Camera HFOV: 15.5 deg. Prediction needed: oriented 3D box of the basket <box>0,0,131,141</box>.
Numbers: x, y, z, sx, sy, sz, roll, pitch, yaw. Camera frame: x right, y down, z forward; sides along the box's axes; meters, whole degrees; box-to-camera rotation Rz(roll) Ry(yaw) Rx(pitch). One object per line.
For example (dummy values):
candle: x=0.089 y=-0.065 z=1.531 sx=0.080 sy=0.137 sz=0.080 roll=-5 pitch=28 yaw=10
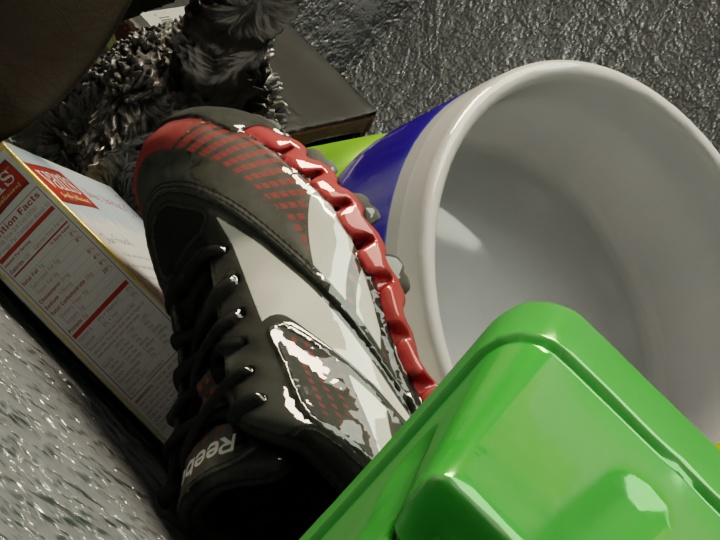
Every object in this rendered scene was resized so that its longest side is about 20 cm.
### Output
basket: x=-0.170 y=-0.136 z=0.836 sx=0.136 sy=0.181 sz=0.200 roll=20 pitch=4 yaw=24

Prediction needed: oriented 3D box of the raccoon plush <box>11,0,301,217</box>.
raccoon plush: x=-0.073 y=-0.087 z=1.066 sx=0.097 sy=0.200 sz=0.134 roll=21 pitch=28 yaw=-37

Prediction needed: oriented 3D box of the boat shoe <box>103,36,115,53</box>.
boat shoe: x=-0.156 y=-0.132 z=1.199 sx=0.071 sy=0.065 sz=0.200 roll=21 pitch=-1 yaw=-27

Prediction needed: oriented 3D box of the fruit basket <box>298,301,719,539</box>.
fruit basket: x=0.082 y=0.108 z=0.657 sx=0.215 sy=0.156 sz=0.216 roll=36 pitch=19 yaw=-15

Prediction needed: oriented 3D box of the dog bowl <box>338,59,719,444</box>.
dog bowl: x=0.075 y=0.024 z=1.035 sx=0.200 sy=0.200 sz=0.079 roll=42 pitch=-38 yaw=-21

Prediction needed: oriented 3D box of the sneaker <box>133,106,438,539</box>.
sneaker: x=-0.026 y=0.032 z=0.803 sx=0.098 sy=0.071 sz=0.201 roll=-12 pitch=61 yaw=-40

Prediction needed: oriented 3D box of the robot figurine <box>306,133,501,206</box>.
robot figurine: x=0.000 y=0.000 z=1.176 sx=0.175 sy=0.116 sz=0.200 roll=4 pitch=-2 yaw=-18

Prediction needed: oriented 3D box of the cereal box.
cereal box: x=-0.049 y=0.043 z=0.918 sx=0.200 sy=0.040 sz=0.144 roll=44 pitch=3 yaw=11

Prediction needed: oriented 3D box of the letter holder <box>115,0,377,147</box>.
letter holder: x=-0.115 y=-0.083 z=1.329 sx=0.200 sy=0.142 sz=0.100 roll=46 pitch=36 yaw=22

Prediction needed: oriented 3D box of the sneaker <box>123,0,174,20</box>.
sneaker: x=-0.115 y=-0.141 z=1.061 sx=0.200 sy=0.072 sz=0.073 roll=-1 pitch=72 yaw=-60
